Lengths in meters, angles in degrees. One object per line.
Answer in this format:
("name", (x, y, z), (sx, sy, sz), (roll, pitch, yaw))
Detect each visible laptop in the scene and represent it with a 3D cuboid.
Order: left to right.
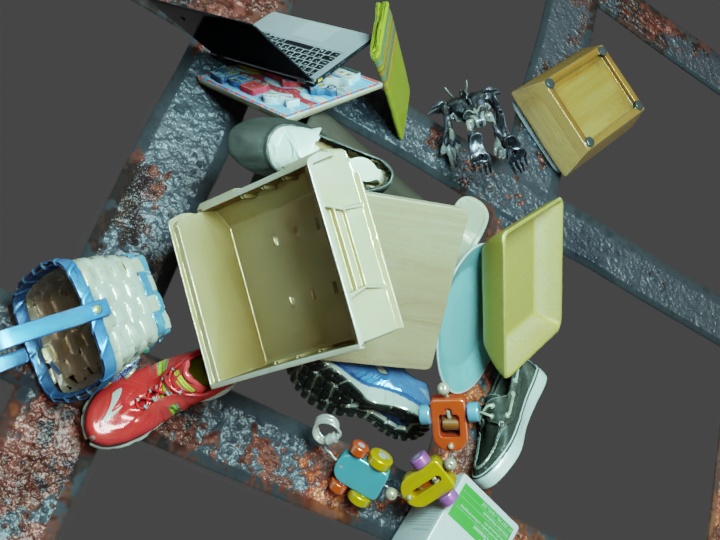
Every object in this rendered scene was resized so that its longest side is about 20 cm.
("laptop", (-0.118, -0.310, 1.026), (0.186, 0.117, 0.200), (24, 52, 32))

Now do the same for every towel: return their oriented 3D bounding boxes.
("towel", (0.041, -0.265, 1.123), (0.018, 0.200, 0.087), (5, 69, 14))

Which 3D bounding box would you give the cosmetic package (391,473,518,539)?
("cosmetic package", (0.089, 0.357, 0.989), (0.108, 0.085, 0.200), (44, 58, -12))

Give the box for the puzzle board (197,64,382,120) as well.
("puzzle board", (-0.092, -0.242, 1.048), (0.150, 0.199, 0.018), (-28, 131, -31))

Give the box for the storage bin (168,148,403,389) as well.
("storage bin", (-0.081, -0.002, 0.861), (0.093, 0.199, 0.200), (-11, 84, -57))

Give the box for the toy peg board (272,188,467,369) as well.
("toy peg board", (0.000, 0.000, 0.992), (0.198, 0.098, 0.201), (7, 104, -20))

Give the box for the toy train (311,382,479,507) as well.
("toy train", (0.050, 0.204, 0.980), (0.056, 0.198, 0.152), (-47, 127, -72))

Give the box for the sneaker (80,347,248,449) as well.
("sneaker", (-0.211, 0.125, 0.907), (0.199, 0.085, 0.077), (-27, 86, -32))

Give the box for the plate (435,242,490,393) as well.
("plate", (0.140, 0.062, 1.095), (0.200, 0.025, 0.202), (-23, 117, -53))

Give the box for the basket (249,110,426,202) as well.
("basket", (-0.023, -0.098, 1.053), (0.199, 0.136, 0.181), (34, 34, -20))

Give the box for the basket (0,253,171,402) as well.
("basket", (-0.303, 0.064, 0.826), (0.199, 0.176, 0.140), (-17, 85, -42))

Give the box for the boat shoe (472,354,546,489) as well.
("boat shoe", (0.184, 0.196, 1.105), (0.064, 0.071, 0.201), (41, 52, -11))

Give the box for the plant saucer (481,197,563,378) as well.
("plant saucer", (0.218, 0.016, 1.129), (0.200, 0.048, 0.202), (-28, 120, -51))

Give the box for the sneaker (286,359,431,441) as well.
("sneaker", (-0.001, 0.134, 1.030), (0.199, 0.079, 0.090), (28, 40, -11))

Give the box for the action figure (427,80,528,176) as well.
("action figure", (0.168, -0.200, 1.205), (0.118, 0.103, 0.201), (-12, 36, -3))

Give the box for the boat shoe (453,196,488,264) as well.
("boat shoe", (0.111, -0.015, 1.135), (0.072, 0.060, 0.201), (33, 60, -2))

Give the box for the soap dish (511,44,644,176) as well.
("soap dish", (0.355, -0.265, 1.335), (0.199, 0.081, 0.158), (-34, 91, -31))

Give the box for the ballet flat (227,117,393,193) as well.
("ballet flat", (-0.047, -0.128, 0.921), (0.198, 0.068, 0.069), (11, 87, -29))
